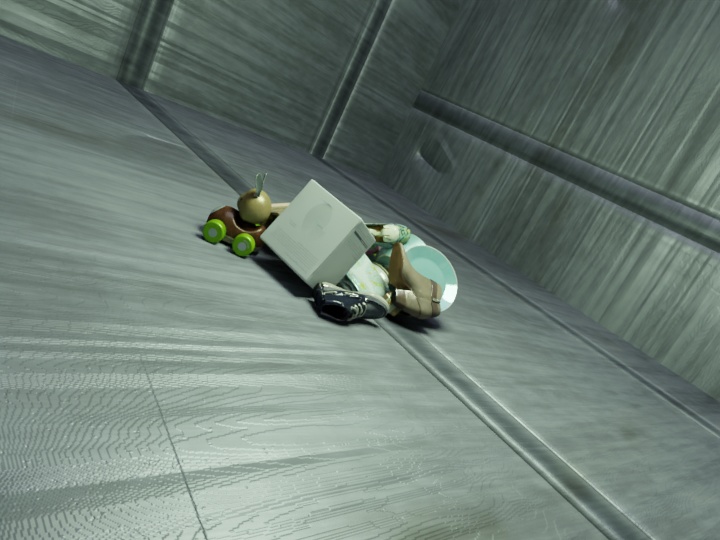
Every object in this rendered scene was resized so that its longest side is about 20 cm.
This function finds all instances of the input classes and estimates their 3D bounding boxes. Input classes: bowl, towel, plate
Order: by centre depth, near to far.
[{"bbox_3d":[-0.013,0.003,1.534,0.170,0.048,0.201,-3,52,-55],"label":"towel"},{"bbox_3d":[0.186,0.026,1.584,0.198,0.202,0.026,22,-28,-20],"label":"plate"},{"bbox_3d":[0.114,-0.004,1.675,0.104,0.203,0.200,-18,43,-42],"label":"bowl"}]

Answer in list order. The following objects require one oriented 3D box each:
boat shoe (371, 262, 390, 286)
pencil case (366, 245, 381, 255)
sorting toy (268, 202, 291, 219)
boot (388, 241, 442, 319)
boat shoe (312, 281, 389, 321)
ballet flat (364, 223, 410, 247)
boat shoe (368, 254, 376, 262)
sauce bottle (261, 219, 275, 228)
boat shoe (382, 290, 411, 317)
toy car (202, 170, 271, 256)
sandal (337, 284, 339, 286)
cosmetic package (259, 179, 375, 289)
[{"bbox_3d":[0.000,0.000,1.661,0.199,0.076,0.068,31,26,31],"label":"boat shoe"},{"bbox_3d":[0.039,-0.094,1.759,0.087,0.088,0.200,30,12,11],"label":"pencil case"},{"bbox_3d":[-0.193,-0.161,1.577,0.184,0.037,0.199,-9,17,-37],"label":"sorting toy"},{"bbox_3d":[0.152,0.032,1.513,0.145,0.203,0.070,12,-21,-24],"label":"boot"},{"bbox_3d":[-0.017,0.093,1.328,0.198,0.075,0.093,13,25,-18],"label":"boat shoe"},{"bbox_3d":[0.048,-0.105,1.612,0.197,0.075,0.074,-1,16,2],"label":"ballet flat"},{"bbox_3d":[-0.029,-0.059,1.808,0.199,0.071,0.091,25,12,-37],"label":"boat shoe"},{"bbox_3d":[-0.288,-0.153,1.679,0.065,0.067,0.200,17,16,-32],"label":"sauce bottle"},{"bbox_3d":[0.122,0.099,1.561,0.076,0.072,0.199,49,29,19],"label":"boat shoe"},{"bbox_3d":[-0.292,-0.163,1.431,0.156,0.202,0.164,25,15,-6],"label":"toy car"},{"bbox_3d":[-0.072,-0.010,1.578,0.079,0.058,0.201,18,18,-26],"label":"sandal"},{"bbox_3d":[-0.107,-0.079,1.405,0.199,0.200,0.123,41,-5,31],"label":"cosmetic package"}]
